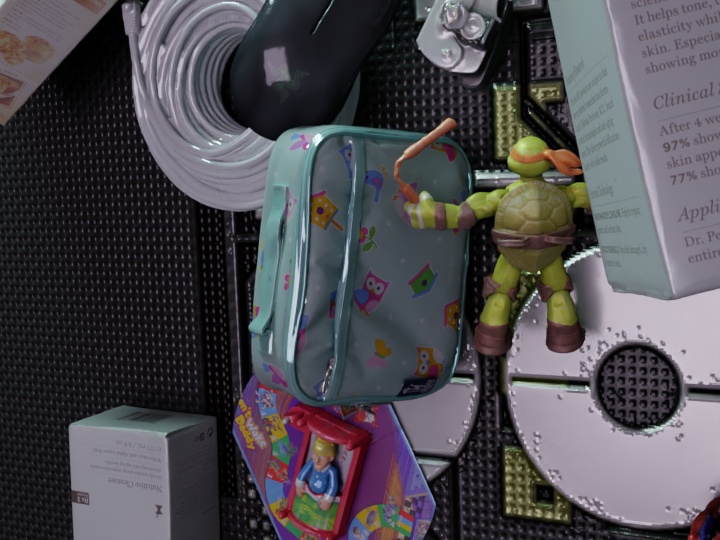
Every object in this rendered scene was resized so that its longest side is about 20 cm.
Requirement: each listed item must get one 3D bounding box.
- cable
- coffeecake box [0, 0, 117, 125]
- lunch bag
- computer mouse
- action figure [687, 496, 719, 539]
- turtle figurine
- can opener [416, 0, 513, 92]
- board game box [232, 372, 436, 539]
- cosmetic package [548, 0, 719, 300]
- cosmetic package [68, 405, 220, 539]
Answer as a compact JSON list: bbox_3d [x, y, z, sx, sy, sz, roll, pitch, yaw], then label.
[{"bbox_3d":[-0.095,-0.150,0.835,0.197,0.069,0.203,4,98,26],"label":"cable"},{"bbox_3d":[-0.273,-0.250,0.880,0.199,0.073,0.155,-37,46,27],"label":"coffeecake box"},{"bbox_3d":[0.000,0.000,0.741,0.077,0.159,0.203,11,98,51],"label":"lunch bag"},{"bbox_3d":[-0.028,-0.189,0.740,0.137,0.053,0.202,26,84,-6],"label":"computer mouse"},{"bbox_3d":[0.267,0.154,0.683,0.065,0.099,0.201,34,88,23],"label":"action figure"},{"bbox_3d":[0.125,-0.024,0.710,0.197,0.065,0.164,-9,114,-8],"label":"turtle figurine"},{"bbox_3d":[0.101,-0.228,0.729,0.052,0.066,0.202,28,99,20],"label":"can opener"},{"bbox_3d":[-0.036,0.162,0.852,0.157,0.039,0.202,-29,81,28],"label":"board game box"},{"bbox_3d":[0.213,-0.101,0.591,0.165,0.166,0.203,-12,90,4],"label":"cosmetic package"},{"bbox_3d":[-0.188,0.229,0.920,0.111,0.081,0.203,1,95,26],"label":"cosmetic package"}]
